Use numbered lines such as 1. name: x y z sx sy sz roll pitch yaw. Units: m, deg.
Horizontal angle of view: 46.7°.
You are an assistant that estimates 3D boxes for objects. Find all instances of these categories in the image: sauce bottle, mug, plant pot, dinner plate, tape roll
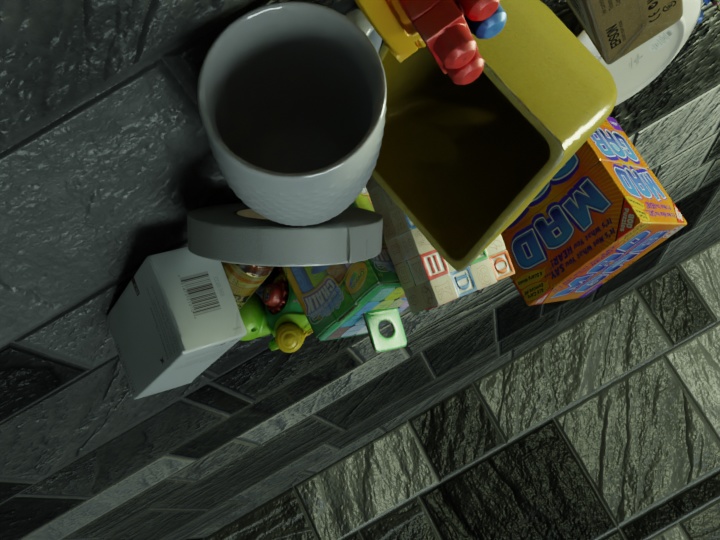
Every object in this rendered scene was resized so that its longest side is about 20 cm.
1. sauce bottle: -0.170 0.027 1.024 0.065 0.067 0.200 -11 152 -43
2. mug: -0.040 -0.136 0.717 0.201 0.146 0.176 -57 173 -14
3. plant pot: 0.133 -0.162 0.821 0.199 0.196 0.195 -34 167 -38
4. dinner plate: 0.302 -0.240 0.939 0.198 0.024 0.201 -25 154 -13
5. tape roll: -0.075 -0.040 0.844 0.199 0.038 0.203 1 -169 0

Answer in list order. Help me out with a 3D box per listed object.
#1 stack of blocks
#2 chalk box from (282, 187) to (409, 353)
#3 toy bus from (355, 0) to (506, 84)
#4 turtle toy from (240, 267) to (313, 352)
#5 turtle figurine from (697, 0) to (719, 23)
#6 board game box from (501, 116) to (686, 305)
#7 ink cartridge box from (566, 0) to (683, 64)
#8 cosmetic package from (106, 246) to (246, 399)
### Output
1. stack of blocks: 0.081 -0.068 0.929 0.114 0.203 0.058 -20 178 -29
2. chalk box: 0.000 0.000 0.993 0.124 0.202 0.124 -5 150 -51
3. toy bus: 0.021 -0.213 0.501 0.135 0.194 0.200 -31 160 11
4. turtle toy: -0.092 0.044 1.122 0.198 0.102 0.146 -29 -175 4
5. turtle figurine: 0.496 -0.337 0.961 0.193 0.145 0.200 -13 159 -48
6. board game box: 0.310 -0.092 1.218 0.199 0.202 0.199 -41 158 32
7. ink cartridge box: 0.160 -0.266 0.607 0.075 0.166 0.200 -32 161 16
8. cosmetic package: -0.211 0.060 0.932 0.080 0.114 0.200 -15 165 -35
